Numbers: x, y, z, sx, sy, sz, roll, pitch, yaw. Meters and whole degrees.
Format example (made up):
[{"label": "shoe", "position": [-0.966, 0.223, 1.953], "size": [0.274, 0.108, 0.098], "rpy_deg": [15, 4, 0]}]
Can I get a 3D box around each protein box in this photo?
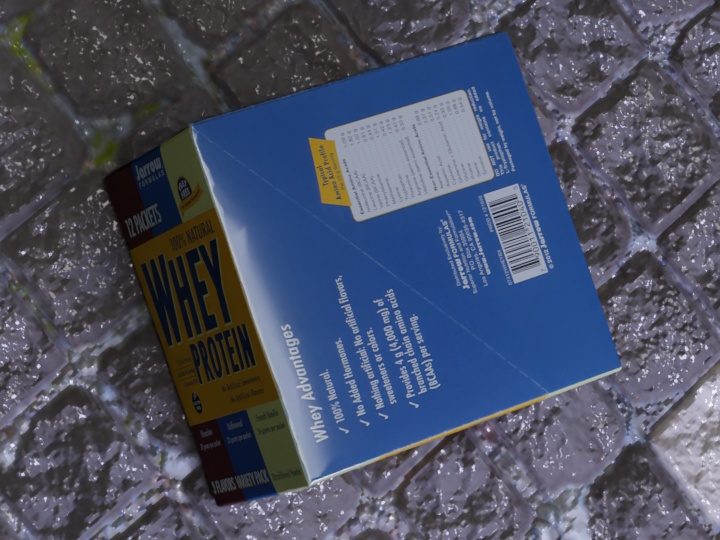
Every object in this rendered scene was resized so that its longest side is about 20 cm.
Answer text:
[{"label": "protein box", "position": [0.000, 0.000, 1.382], "size": [0.200, 0.135, 0.199], "rpy_deg": [-18, 89, -26]}]
